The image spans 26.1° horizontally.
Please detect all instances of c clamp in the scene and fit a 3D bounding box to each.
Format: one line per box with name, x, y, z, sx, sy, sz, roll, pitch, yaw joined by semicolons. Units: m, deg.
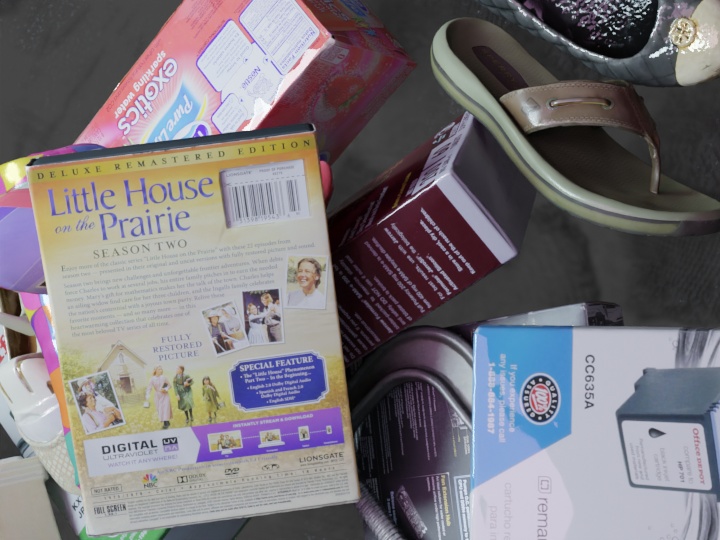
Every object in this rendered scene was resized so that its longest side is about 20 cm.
c clamp;0.038;0.138;0.822;0.171;0.027;0.200;-43;65;24

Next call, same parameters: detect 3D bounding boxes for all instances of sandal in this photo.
sandal;0.111;-0.083;0.816;0.201;0.080;0.057;46;128;29

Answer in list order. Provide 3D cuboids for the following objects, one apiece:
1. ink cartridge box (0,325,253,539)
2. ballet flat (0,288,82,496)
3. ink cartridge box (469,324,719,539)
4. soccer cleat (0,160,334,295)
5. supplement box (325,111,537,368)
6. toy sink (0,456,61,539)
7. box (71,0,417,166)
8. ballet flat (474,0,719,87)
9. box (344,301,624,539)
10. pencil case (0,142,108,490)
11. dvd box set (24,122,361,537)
ink cartridge box;-0.142;0.079;0.979;0.200;0.083;0.147;47;111;29
ballet flat;-0.198;0.044;0.932;0.067;0.062;0.200;-28;70;34
ink cartridge box;0.154;0.099;0.727;0.200;0.086;0.147;0;85;11
soccer cleat;-0.110;-0.032;0.831;0.076;0.200;0.067;-39;62;57
supplement box;0.000;0.000;0.864;0.200;0.109;0.061;-36;103;25
toy sink;-0.252;0.184;0.951;0.130;0.112;0.200;-38;68;47
box;-0.077;-0.092;0.941;0.200;0.095;0.103;-49;62;22
ballet flat;0.115;-0.147;0.837;0.200;0.057;0.066;28;103;33
box;0.075;0.126;0.845;0.158;0.050;0.200;-13;79;33
pencil case;-0.150;0.024;0.883;0.088;0.088;0.200;-26;74;30
dvd box set;-0.083;0.032;0.795;0.146;0.029;0.200;-8;105;-3
